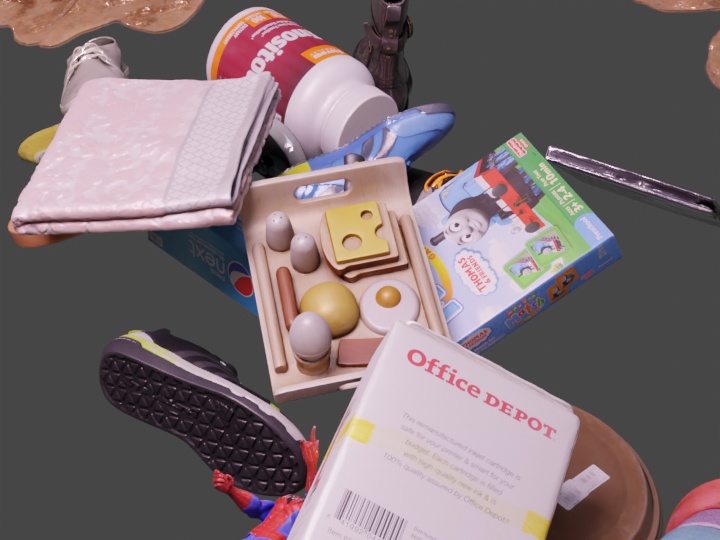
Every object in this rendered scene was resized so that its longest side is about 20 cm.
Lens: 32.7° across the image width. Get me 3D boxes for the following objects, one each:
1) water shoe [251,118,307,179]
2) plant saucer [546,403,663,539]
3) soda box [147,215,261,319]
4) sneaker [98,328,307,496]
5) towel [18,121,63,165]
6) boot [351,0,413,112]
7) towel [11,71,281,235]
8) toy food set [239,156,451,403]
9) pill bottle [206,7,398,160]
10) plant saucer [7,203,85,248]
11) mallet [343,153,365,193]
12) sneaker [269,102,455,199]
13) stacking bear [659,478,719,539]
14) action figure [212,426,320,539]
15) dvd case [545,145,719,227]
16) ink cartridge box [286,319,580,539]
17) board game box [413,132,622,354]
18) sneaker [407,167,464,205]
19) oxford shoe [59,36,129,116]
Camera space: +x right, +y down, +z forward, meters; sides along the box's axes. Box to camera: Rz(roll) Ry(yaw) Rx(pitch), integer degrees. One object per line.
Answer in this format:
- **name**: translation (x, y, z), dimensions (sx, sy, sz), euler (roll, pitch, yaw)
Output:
- **water shoe**: translation (-0.134, -0.119, 1.213), dimensions (0.199, 0.072, 0.079), euler (28, 63, 37)
- **plant saucer**: translation (0.125, 0.159, 0.900), dimensions (0.196, 0.030, 0.201), euler (2, 38, -2)
- **soda box**: translation (-0.104, -0.023, 1.083), dimensions (0.199, 0.065, 0.067), euler (33, 47, 32)
- **sneaker**: translation (-0.107, 0.093, 0.932), dimensions (0.198, 0.073, 0.083), euler (30, 29, 19)
- **towel**: translation (-0.245, -0.137, 1.173), dimensions (0.142, 0.023, 0.199), euler (-29, 20, -21)
- **boot**: translation (0.030, -0.257, 1.295), dimensions (0.068, 0.176, 0.201), euler (-1, 39, -5)
- **towel**: translation (-0.173, -0.103, 1.020), dimensions (0.188, 0.033, 0.201), euler (-2, 39, 11)
- **toy food set**: translation (-0.013, 0.002, 0.939), dimensions (0.141, 0.061, 0.202), euler (-11, 54, -5)
- **pill bottle**: translation (-0.057, -0.179, 1.242), dimensions (0.112, 0.114, 0.199), euler (-28, 48, -33)
- **plant saucer**: translation (-0.227, -0.084, 1.103), dimensions (0.198, 0.033, 0.201), euler (-22, 20, 8)
- **mallet**: translation (0.000, 0.000, 1.012), dimensions (0.065, 0.041, 0.203), euler (20, 63, -22)
- **sneaker**: translation (0.008, -0.084, 1.137), dimensions (0.198, 0.066, 0.079), euler (-28, 75, -2)
- **stacking bear**: translation (0.202, 0.232, 0.755), dimensions (0.121, 0.115, 0.200), euler (28, 49, 28)
- **action figure**: translation (-0.081, 0.173, 0.812), dimensions (0.065, 0.100, 0.199), euler (7, 30, 40)
- **dvd case**: translation (0.256, -0.073, 1.117), dimensions (0.147, 0.016, 0.200), euler (21, 5, 19)
- **ink cartridge box**: translation (0.041, 0.156, 0.785), dimensions (0.144, 0.084, 0.201), euler (28, 56, -2)
- **board game box**: translation (0.094, -0.010, 1.031), dimensions (0.199, 0.037, 0.152), euler (-35, 48, 0)
- **sneaker**: translation (0.104, -0.060, 1.134), dimensions (0.198, 0.078, 0.078), euler (24, 45, 27)
- **oxford shoe**: translation (-0.273, -0.199, 1.249), dimensions (0.074, 0.058, 0.200), euler (-19, 20, 1)
